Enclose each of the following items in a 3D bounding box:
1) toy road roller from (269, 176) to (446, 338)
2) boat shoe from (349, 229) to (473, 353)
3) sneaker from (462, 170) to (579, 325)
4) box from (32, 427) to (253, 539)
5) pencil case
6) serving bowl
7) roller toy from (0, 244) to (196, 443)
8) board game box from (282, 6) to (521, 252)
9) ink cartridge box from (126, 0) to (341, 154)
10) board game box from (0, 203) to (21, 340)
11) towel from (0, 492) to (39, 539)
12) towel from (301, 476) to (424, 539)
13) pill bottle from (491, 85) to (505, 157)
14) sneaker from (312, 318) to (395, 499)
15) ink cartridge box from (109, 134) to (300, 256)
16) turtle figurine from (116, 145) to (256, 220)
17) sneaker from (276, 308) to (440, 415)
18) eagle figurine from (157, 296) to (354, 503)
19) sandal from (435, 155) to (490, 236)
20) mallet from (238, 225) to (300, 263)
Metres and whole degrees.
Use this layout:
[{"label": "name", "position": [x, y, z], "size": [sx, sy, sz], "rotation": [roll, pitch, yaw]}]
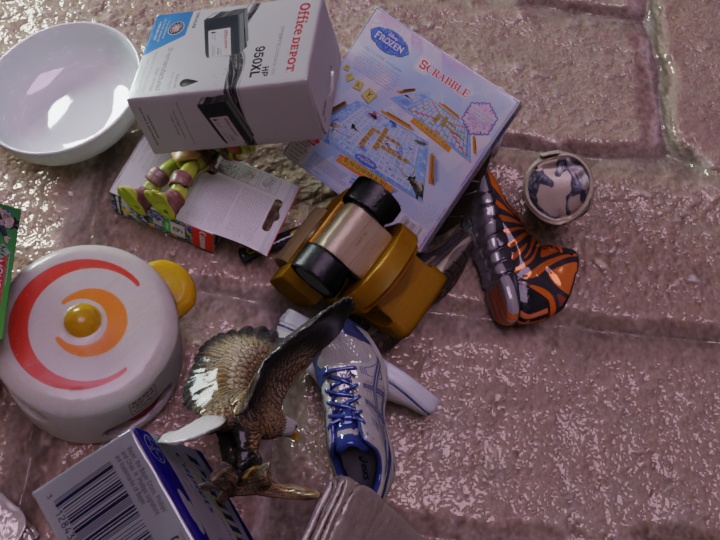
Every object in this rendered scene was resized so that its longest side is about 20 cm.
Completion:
[{"label": "toy road roller", "position": [0.000, 0.000, 0.933], "size": [0.146, 0.200, 0.123], "rotation": [41, 76, -12]}, {"label": "boat shoe", "position": [0.058, 0.008, 1.010], "size": [0.073, 0.075, 0.200], "rotation": [36, 56, 19]}, {"label": "sneaker", "position": [0.196, -0.032, 1.059], "size": [0.111, 0.078, 0.202], "rotation": [-8, 75, -18]}, {"label": "box", "position": [-0.168, 0.253, 0.775], "size": [0.105, 0.200, 0.185], "rotation": [-34, 73, -5]}, {"label": "pencil case", "position": [0.233, -0.100, 1.024], "size": [0.077, 0.200, 0.090], "rotation": [-22, 90, 13]}, {"label": "serving bowl", "position": [-0.349, -0.203, 1.045], "size": [0.198, 0.066, 0.202], "rotation": [-4, 60, 7]}, {"label": "roller toy", "position": [-0.274, 0.074, 0.889], "size": [0.198, 0.140, 0.184], "rotation": [5, 64, -7]}, {"label": "board game box", "position": [0.046, -0.159, 0.986], "size": [0.199, 0.041, 0.200], "rotation": [36, 98, 10]}, {"label": "ink cartridge box", "position": [-0.131, -0.212, 0.936], "size": [0.198, 0.085, 0.146], "rotation": [-3, 52, 12]}, {"label": "board game box", "position": [-0.389, 0.037, 0.862], "size": [0.029, 0.200, 0.136], "rotation": [14, 59, -33]}, {"label": "towel", "position": [-0.427, 0.245, 0.841], "size": [0.199, 0.035, 0.133], "rotation": [34, 63, 9]}, {"label": "towel", "position": [-0.004, 0.281, 0.803], "size": [0.034, 0.200, 0.133], "rotation": [11, 61, 37]}, {"label": "pill bottle", "position": [0.076, -0.196, 1.088], "size": [0.198, 0.120, 0.121], "rotation": [6, 63, -6]}, {"label": "sneaker", "position": [-0.005, 0.146, 0.881], "size": [0.075, 0.088, 0.202], "rotation": [-15, 93, 8]}, {"label": "ink cartridge box", "position": [-0.183, -0.086, 1.034], "size": [0.199, 0.050, 0.110], "rotation": [23, 62, 2]}, {"label": "turtle figurine", "position": [-0.203, -0.132, 0.989], "size": [0.199, 0.065, 0.162], "rotation": [20, 59, 25]}, {"label": "sneaker", "position": [-0.011, 0.118, 0.957], "size": [0.199, 0.073, 0.071], "rotation": [28, 85, 7]}, {"label": "eagle figurine", "position": [-0.094, 0.115, 0.815], "size": [0.150, 0.151, 0.202], "rotation": [8, 64, 1]}, {"label": "sandal", "position": [0.109, -0.129, 1.034], "size": [0.081, 0.055, 0.201], "rotation": [23, 103, -6]}, {"label": "mallet", "position": [-0.056, -0.062, 1.051], "size": [0.198, 0.041, 0.066], "rotation": [-15, 68, -11]}]
